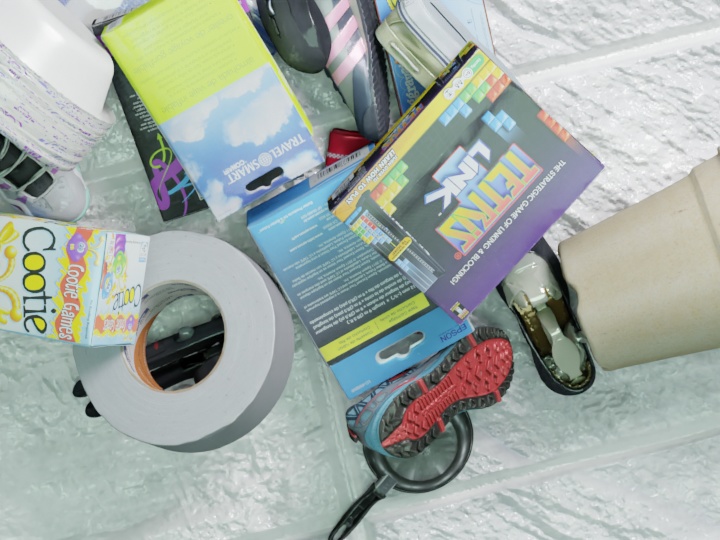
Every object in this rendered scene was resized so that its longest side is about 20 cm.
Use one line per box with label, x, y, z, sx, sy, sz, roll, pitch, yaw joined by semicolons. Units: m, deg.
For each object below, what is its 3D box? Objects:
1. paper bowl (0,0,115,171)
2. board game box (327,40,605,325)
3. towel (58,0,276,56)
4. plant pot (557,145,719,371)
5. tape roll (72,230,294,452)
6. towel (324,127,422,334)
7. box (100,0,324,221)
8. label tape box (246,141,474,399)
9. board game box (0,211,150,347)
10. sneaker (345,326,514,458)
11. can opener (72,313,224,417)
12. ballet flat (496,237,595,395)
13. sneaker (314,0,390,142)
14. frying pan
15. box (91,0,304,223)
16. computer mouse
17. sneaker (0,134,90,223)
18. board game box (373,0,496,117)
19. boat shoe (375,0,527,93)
paper bowl;-0.297;-0.189;1.581;0.201;0.201;0.104;43;96;-15
board game box;0.095;-0.079;1.642;0.165;0.057;0.200;40;98;-13
towel;-0.184;-0.231;1.677;0.200;0.024;0.147;42;97;-15
plant pot;0.294;0.005;1.721;0.183;0.201;0.201;-19;106;11
tape roll;-0.165;0.067;1.683;0.199;0.066;0.202;-3;77;14
towel;0.029;-0.036;1.752;0.144;0.022;0.201;5;104;-7
box;-0.131;-0.160;1.630;0.122;0.048;0.201;-29;109;7
label tape box;0.000;0.000;1.717;0.143;0.066;0.201;-29;108;4
board game box;-0.307;0.002;1.635;0.199;0.105;0.104;9;91;15
sneaker;0.064;0.109;1.751;0.200;0.095;0.080;-29;110;-36
can opener;-0.184;0.090;1.740;0.199;0.079;0.064;-16;114;7
ballet flat;0.180;0.037;1.764;0.073;0.073;0.201;-25;105;0
sneaker;-0.025;-0.213;1.686;0.082;0.070;0.201;-10;104;14
frying pan;0.026;0.190;1.808;0.189;0.031;0.115;-30;104;-2
box;-0.149;-0.159;1.674;0.142;0.036;0.201;-17;108;2
computer mouse;-0.092;-0.266;1.644;0.034;0.059;0.201;-32;87;-40
sneaker;-0.331;-0.102;1.630;0.200;0.140;0.078;40;98;-13
board game box;0.067;-0.242;1.705;0.102;0.019;0.201;-15;106;-5
boat shoe;0.097;-0.176;1.690;0.062;0.072;0.200;-35;105;29
